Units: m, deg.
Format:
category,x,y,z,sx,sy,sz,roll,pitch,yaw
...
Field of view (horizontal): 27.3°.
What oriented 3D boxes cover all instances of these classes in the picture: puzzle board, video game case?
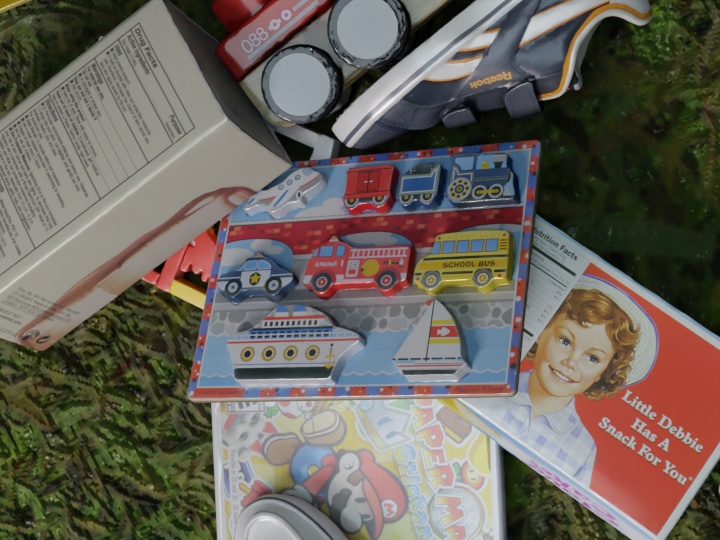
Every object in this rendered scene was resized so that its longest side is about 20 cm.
category,x,y,z,sx,sy,sz,roll,pitch,yaw
puzzle board,0.000,0.000,0.836,0.199,0.017,0.151,-3,63,25
video game case,-0.001,0.160,0.912,0.181,0.023,0.201,-2,90,13

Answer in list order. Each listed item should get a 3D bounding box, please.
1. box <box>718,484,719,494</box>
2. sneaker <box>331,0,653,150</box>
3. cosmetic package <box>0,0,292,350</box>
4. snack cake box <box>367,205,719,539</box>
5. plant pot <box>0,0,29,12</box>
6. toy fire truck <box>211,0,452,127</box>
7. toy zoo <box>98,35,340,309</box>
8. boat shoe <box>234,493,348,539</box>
category,x,y,z,sx,sy,sz,roll,pitch,yaw
box,0.318,0.129,0.710,0.199,0.199,0.172,29,106,-14
sneaker,0.077,-0.117,0.861,0.200,0.078,0.080,-37,94,18
cosmetic package,-0.155,-0.054,0.878,0.200,0.087,0.104,-34,64,13
snack cake box,0.117,0.053,0.848,0.200,0.067,0.115,35,81,10
plant pot,-0.292,-0.262,0.891,0.199,0.200,0.177,-19,76,13
toy fire truck,-0.032,-0.208,0.874,0.176,0.129,0.200,-38,93,11
toy zoo,-0.100,-0.049,0.931,0.199,0.020,0.132,25,97,11
boat shoe,-0.021,0.215,0.855,0.073,0.065,0.200,-39,67,11
